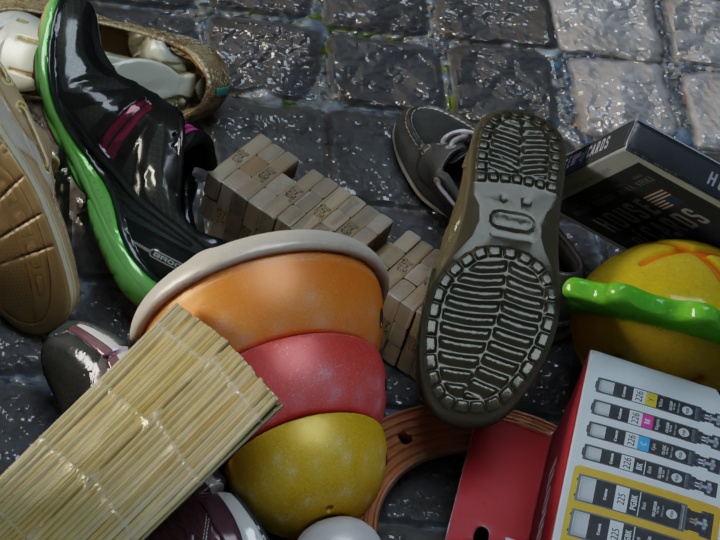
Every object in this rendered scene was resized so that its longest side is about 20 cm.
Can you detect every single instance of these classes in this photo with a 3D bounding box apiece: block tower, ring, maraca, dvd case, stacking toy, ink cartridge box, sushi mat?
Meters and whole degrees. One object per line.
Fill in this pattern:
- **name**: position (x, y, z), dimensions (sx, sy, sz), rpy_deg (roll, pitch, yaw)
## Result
- **block tower**: position (0.000, 0.000, 1.288), dimensions (0.200, 0.054, 0.058), rpy_deg (35, 49, 16)
- **ring**: position (0.071, 0.154, 1.189), dimensions (0.200, 0.019, 0.201), rpy_deg (8, 46, -8)
- **maraca**: position (0.179, 0.033, 1.232), dimensions (0.137, 0.200, 0.107), rpy_deg (11, 83, 15)
- **dvd case**: position (0.213, -0.020, 1.277), dimensions (0.200, 0.150, 0.025), rpy_deg (27, 75, -11)
- **stacking toy**: position (-0.032, 0.092, 1.149), dimensions (0.146, 0.146, 0.200), rpy_deg (-6, 61, -22)
- **ink cartridge box**: position (0.135, 0.149, 1.140), dimensions (0.175, 0.084, 0.200), rpy_deg (17, 46, 0)
- **sushi mat**: position (-0.134, 0.108, 1.085), dimensions (0.200, 0.012, 0.096), rpy_deg (-44, 48, -4)

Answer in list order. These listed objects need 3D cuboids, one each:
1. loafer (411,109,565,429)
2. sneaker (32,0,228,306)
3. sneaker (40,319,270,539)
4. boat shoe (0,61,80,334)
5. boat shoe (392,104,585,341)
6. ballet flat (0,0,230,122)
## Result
- **loafer**: position (0.076, 0.006, 1.225), dimensions (0.076, 0.067, 0.200), rpy_deg (16, 61, 2)
- **sneaker**: position (-0.130, -0.073, 1.270), dimensions (0.084, 0.077, 0.200), rpy_deg (-25, 81, 2)
- **sneaker**: position (-0.140, 0.116, 1.127), dimensions (0.115, 0.076, 0.200), rpy_deg (-26, 57, -28)
- **boat shoe**: position (-0.205, -0.063, 1.240), dimensions (0.069, 0.074, 0.200), rpy_deg (-29, 95, -60)
- **boat shoe**: position (0.084, -0.045, 1.352), dimensions (0.067, 0.057, 0.200), rpy_deg (-13, 53, -26)
- **ballet flat**: position (-0.178, -0.132, 1.344), dimensions (0.200, 0.071, 0.065), rpy_deg (7, 9, -8)
